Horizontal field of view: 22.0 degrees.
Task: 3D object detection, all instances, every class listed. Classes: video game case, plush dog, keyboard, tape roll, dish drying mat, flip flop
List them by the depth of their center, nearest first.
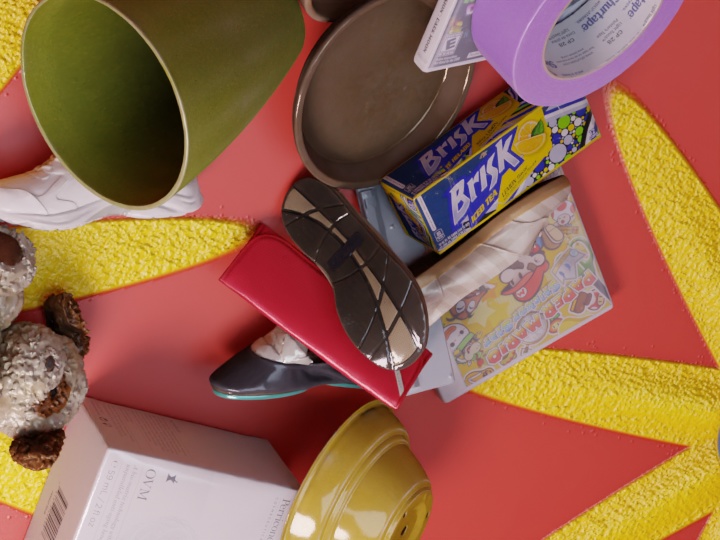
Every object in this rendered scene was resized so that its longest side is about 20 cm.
[{"bbox_3d":[-0.313,0.084,1.589,0.172,0.160,0.200,30,55,-31],"label":"plush dog"},{"bbox_3d":[0.195,-0.240,1.617,0.200,0.066,0.200,-30,152,-18],"label":"tape roll"},{"bbox_3d":[0.155,-0.262,1.626,0.200,0.023,0.182,-15,144,-36],"label":"video game case"},{"bbox_3d":[0.000,0.000,1.674,0.081,0.200,0.058,-42,159,14],"label":"flip flop"},{"bbox_3d":[-0.029,0.041,1.687,0.200,0.018,0.077,38,58,-4],"label":"dish drying mat"},{"bbox_3d":[0.042,0.014,1.731,0.056,0.011,0.200,-14,92,-27],"label":"keyboard"},{"bbox_3d":[0.133,0.009,1.800,0.200,0.023,0.182,-29,118,-9],"label":"video game case"}]

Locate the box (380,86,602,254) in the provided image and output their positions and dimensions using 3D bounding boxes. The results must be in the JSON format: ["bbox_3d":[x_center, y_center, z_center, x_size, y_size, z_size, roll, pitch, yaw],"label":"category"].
[{"bbox_3d":[0.121,-0.104,1.712,0.200,0.064,0.070,-36,123,-15],"label":"box"}]

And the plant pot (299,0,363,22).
[{"bbox_3d":[0.017,-0.306,1.568,0.201,0.201,0.093,-28,77,-9],"label":"plant pot"}]

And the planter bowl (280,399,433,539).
[{"bbox_3d":[0.011,0.228,1.740,0.200,0.083,0.201,-49,155,-33],"label":"planter bowl"}]

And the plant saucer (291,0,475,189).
[{"bbox_3d":[0.017,-0.165,1.650,0.200,0.029,0.200,-24,134,-27],"label":"plant saucer"}]

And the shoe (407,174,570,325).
[{"bbox_3d":[0.118,-0.020,1.722,0.200,0.070,0.053,-35,100,-10],"label":"shoe"}]

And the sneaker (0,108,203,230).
[{"bbox_3d":[-0.236,-0.090,1.595,0.200,0.078,0.100,-9,104,-25],"label":"sneaker"}]

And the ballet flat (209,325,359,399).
[{"bbox_3d":[-0.045,0.078,1.723,0.200,0.073,0.073,-1,110,-27],"label":"ballet flat"}]

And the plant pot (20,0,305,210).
[{"bbox_3d":[-0.144,-0.175,1.530,0.200,0.187,0.187,-35,124,-41],"label":"plant pot"}]

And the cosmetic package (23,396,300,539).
[{"bbox_3d":[-0.189,0.247,1.708,0.200,0.123,0.200,15,104,-27],"label":"cosmetic package"}]
